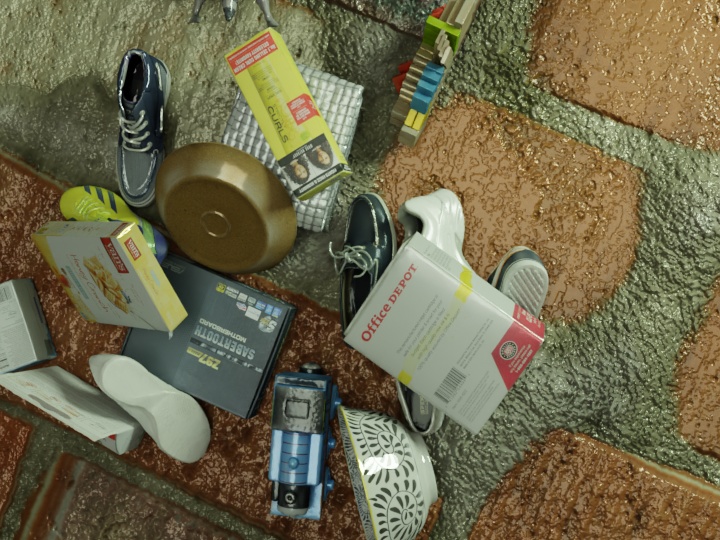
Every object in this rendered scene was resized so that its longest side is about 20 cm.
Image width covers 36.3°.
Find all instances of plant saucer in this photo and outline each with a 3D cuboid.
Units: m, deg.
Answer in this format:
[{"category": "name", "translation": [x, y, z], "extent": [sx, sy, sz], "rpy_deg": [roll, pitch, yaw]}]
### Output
[{"category": "plant saucer", "translation": [-0.179, -0.067, 1.398], "extent": [0.196, 0.036, 0.203], "rpy_deg": [11, 129, 13]}]

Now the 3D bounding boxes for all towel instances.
[{"category": "towel", "translation": [-0.092, -0.165, 1.425], "extent": [0.163, 0.086, 0.204], "rpy_deg": [17, 93, 9]}]

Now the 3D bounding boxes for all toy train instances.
[{"category": "toy train", "translation": [-0.076, 0.221, 1.399], "extent": [0.085, 0.114, 0.204], "rpy_deg": [6, 90, 9]}]

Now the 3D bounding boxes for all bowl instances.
[{"category": "bowl", "translation": [0.039, 0.254, 1.354], "extent": [0.092, 0.201, 0.205], "rpy_deg": [-13, 87, -7]}]

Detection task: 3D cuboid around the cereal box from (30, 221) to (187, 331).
[{"category": "cereal box", "translation": [-0.320, 0.006, 1.390], "extent": [0.198, 0.040, 0.145], "rpy_deg": [3, 128, 44]}]

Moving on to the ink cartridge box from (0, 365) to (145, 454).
[{"category": "ink cartridge box", "translation": [-0.373, 0.183, 1.399], "extent": [0.159, 0.200, 0.051], "rpy_deg": [28, 95, 7]}]

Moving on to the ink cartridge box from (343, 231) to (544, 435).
[{"category": "ink cartridge box", "translation": [0.101, 0.072, 1.313], "extent": [0.199, 0.083, 0.146], "rpy_deg": [36, 107, 2]}]

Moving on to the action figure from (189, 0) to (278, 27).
[{"category": "action figure", "translation": [-0.137, -0.419, 1.426], "extent": [0.196, 0.105, 0.197], "rpy_deg": [4, 99, 10]}]

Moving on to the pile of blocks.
[{"category": "pile of blocks", "translation": [0.080, -0.263, 1.401], "extent": [0.061, 0.082, 0.203], "rpy_deg": [24, 93, 7]}]

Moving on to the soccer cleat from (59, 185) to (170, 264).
[{"category": "soccer cleat", "translation": [-0.334, -0.064, 1.437], "extent": [0.198, 0.083, 0.066], "rpy_deg": [30, 99, 29]}]

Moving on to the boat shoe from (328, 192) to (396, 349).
[{"category": "boat shoe", "translation": [0.000, 0.000, 1.409], "extent": [0.074, 0.061, 0.204], "rpy_deg": [2, 90, 42]}]

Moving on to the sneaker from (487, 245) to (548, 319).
[{"category": "sneaker", "translation": [0.185, 0.064, 1.390], "extent": [0.077, 0.080, 0.203], "rpy_deg": [17, 116, -7]}]

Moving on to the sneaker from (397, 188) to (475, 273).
[{"category": "sneaker", "translation": [0.089, 0.001, 1.382], "extent": [0.098, 0.078, 0.204], "rpy_deg": [-8, 78, -32]}]

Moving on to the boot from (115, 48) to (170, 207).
[{"category": "boot", "translation": [-0.298, -0.187, 1.448], "extent": [0.071, 0.090, 0.204], "rpy_deg": [3, 90, 8]}]

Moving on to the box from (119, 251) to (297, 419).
[{"category": "box", "translation": [-0.202, 0.084, 1.451], "extent": [0.197, 0.051, 0.160], "rpy_deg": [23, 93, 9]}]

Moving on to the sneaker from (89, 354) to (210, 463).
[{"category": "sneaker", "translation": [-0.276, 0.172, 1.437], "extent": [0.076, 0.088, 0.201], "rpy_deg": [-50, 121, -18]}]

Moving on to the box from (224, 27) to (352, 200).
[{"category": "box", "translation": [-0.089, -0.192, 1.356], "extent": [0.074, 0.050, 0.203], "rpy_deg": [-27, 85, 10]}]

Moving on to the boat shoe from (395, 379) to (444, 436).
[{"category": "boat shoe", "translation": [0.070, 0.111, 1.405], "extent": [0.070, 0.066, 0.204], "rpy_deg": [-3, 89, 8]}]

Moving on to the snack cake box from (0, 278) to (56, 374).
[{"category": "snack cake box", "translation": [-0.528, 0.099, 1.489], "extent": [0.197, 0.067, 0.117], "rpy_deg": [-19, 88, 7]}]
